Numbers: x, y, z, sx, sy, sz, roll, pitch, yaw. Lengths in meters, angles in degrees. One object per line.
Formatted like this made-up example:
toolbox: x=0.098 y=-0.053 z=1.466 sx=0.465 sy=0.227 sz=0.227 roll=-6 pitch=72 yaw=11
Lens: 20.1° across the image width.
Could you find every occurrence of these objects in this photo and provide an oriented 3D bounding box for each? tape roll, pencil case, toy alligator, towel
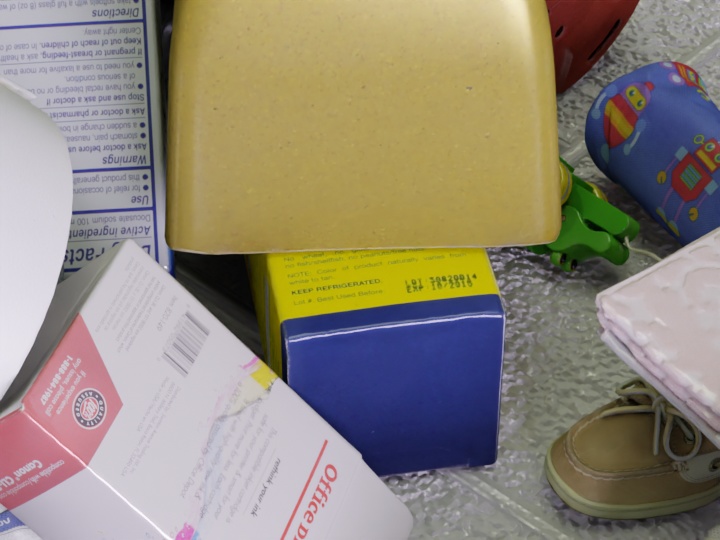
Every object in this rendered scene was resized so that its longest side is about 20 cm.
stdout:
tape roll: x=-0.218 y=-0.002 z=0.912 sx=0.071 sy=0.202 sz=0.203 roll=29 pitch=26 yaw=-37
pencil case: x=0.203 y=-0.036 z=1.113 sx=0.078 sy=0.087 sz=0.200 roll=-44 pitch=47 yaw=9
toy alligator: x=0.110 y=-0.028 z=1.126 sx=0.054 sy=0.059 sz=0.200 roll=-52 pitch=54 yaw=8
towel: x=0.236 y=0.046 z=0.941 sx=0.191 sy=0.032 sz=0.200 roll=-25 pitch=56 yaw=-32

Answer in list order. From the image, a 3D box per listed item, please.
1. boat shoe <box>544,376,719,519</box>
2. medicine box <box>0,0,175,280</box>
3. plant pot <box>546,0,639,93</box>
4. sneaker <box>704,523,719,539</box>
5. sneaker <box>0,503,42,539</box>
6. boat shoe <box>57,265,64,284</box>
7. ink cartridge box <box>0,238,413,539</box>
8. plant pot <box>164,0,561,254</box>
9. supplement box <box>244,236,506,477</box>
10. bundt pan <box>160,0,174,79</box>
boat shoe: x=0.185 y=0.066 z=1.009 sx=0.200 sy=0.063 sz=0.073 roll=-13 pitch=43 yaw=-14
medicine box: x=-0.194 y=-0.082 z=1.074 sx=0.181 sy=0.103 sz=0.201 roll=-3 pitch=83 yaw=-3
plant pot: x=0.061 y=-0.210 z=1.234 sx=0.200 sy=0.201 sz=0.195 roll=-32 pitch=58 yaw=-30
sneaker: x=0.198 y=0.179 z=0.880 sx=0.088 sy=0.082 sz=0.200 roll=-5 pitch=34 yaw=-3
sneaker: x=-0.130 y=0.068 z=0.992 sx=0.075 sy=0.088 sz=0.200 roll=11 pitch=42 yaw=15
boat shoe: x=-0.216 y=0.060 z=0.975 sx=0.062 sy=0.072 sz=0.200 roll=21 pitch=71 yaw=31
ink cartridge box: x=-0.076 y=0.098 z=0.927 sx=0.200 sy=0.067 sz=0.117 roll=44 pitch=43 yaw=-17
plant pot: x=-0.002 y=-0.149 z=0.983 sx=0.193 sy=0.201 sz=0.196 roll=-2 pitch=41 yaw=-2
supplement box: x=0.000 y=0.000 z=1.050 sx=0.108 sy=0.110 sz=0.200 roll=-6 pitch=43 yaw=-7
bundt pan: x=-0.103 y=-0.182 z=1.196 sx=0.201 sy=0.202 sz=0.076 roll=22 pitch=57 yaw=23
